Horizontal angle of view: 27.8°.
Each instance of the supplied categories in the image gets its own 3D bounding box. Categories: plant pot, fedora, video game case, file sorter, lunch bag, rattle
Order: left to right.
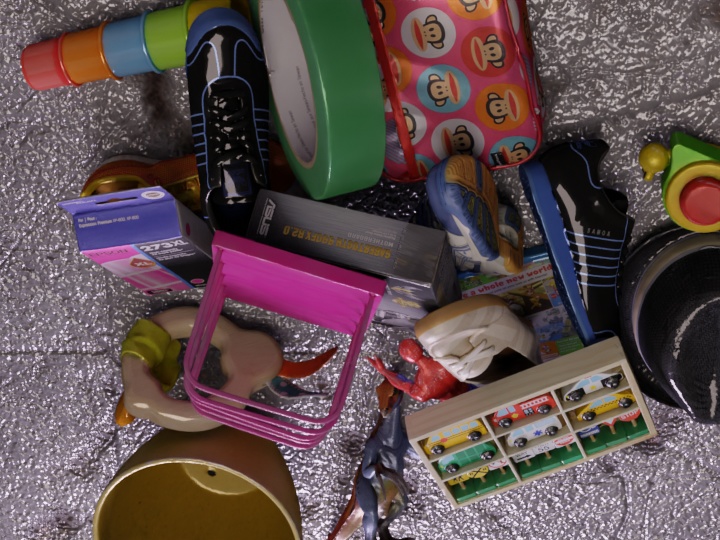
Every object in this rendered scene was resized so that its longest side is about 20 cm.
[{"bbox_3d":[-0.143,0.217,1.404,0.198,0.142,0.202,4,122,6],"label":"plant pot"},{"bbox_3d":[-0.128,0.118,1.379,0.198,0.131,0.144,-1,129,-14],"label":"rattle"},{"bbox_3d":[-0.069,0.067,1.197,0.138,0.200,0.127,17,77,-1],"label":"file sorter"},{"bbox_3d":[0.053,-0.175,1.184,0.174,0.082,0.202,-7,120,18],"label":"lunch bag"},{"bbox_3d":[0.146,0.077,1.352,0.142,0.018,0.201,-13,118,16],"label":"video game case"},{"bbox_3d":[0.305,0.061,1.274,0.198,0.092,0.202,4,121,7],"label":"fedora"}]

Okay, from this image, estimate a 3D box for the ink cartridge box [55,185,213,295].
[{"bbox_3d":[-0.178,-0.023,1.258,0.094,0.038,0.200,-8,161,13],"label":"ink cartridge box"}]

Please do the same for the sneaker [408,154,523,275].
[{"bbox_3d":[0.075,-0.036,1.213,0.087,0.076,0.200,-2,161,18],"label":"sneaker"}]

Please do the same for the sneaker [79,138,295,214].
[{"bbox_3d":[-0.149,-0.069,1.275,0.198,0.077,0.074,-11,117,12],"label":"sneaker"}]

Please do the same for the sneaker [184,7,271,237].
[{"bbox_3d":[-0.102,-0.108,1.177,0.069,0.078,0.202,-9,125,-8],"label":"sneaker"}]

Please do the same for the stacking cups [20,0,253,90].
[{"bbox_3d":[-0.189,-0.192,1.225,0.198,0.061,0.061,-6,120,18],"label":"stacking cups"}]

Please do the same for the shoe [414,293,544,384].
[{"bbox_3d":[0.110,0.064,1.236,0.070,0.199,0.054,-34,66,20],"label":"shoe"}]

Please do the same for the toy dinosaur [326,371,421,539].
[{"bbox_3d":[0.012,0.189,1.401,0.198,0.105,0.184,-6,95,33],"label":"toy dinosaur"}]

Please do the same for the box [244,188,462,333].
[{"bbox_3d":[0.000,0.000,1.226,0.157,0.200,0.049,14,77,11],"label":"box"}]

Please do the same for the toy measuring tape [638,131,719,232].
[{"bbox_3d":[0.320,-0.054,1.220,0.198,0.074,0.074,22,121,-5],"label":"toy measuring tape"}]

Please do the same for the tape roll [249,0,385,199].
[{"bbox_3d":[-0.036,-0.158,1.133,0.048,0.201,0.202,-15,121,-13],"label":"tape roll"}]

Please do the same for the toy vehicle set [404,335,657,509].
[{"bbox_3d":[0.151,0.136,1.275,0.198,0.027,0.125,-22,137,11],"label":"toy vehicle set"}]

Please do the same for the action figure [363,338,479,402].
[{"bbox_3d":[0.082,0.109,1.331,0.065,0.099,0.200,-47,130,-3],"label":"action figure"}]

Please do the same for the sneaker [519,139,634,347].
[{"bbox_3d":[0.201,-0.015,1.244,0.077,0.070,0.202,-21,114,1],"label":"sneaker"}]
